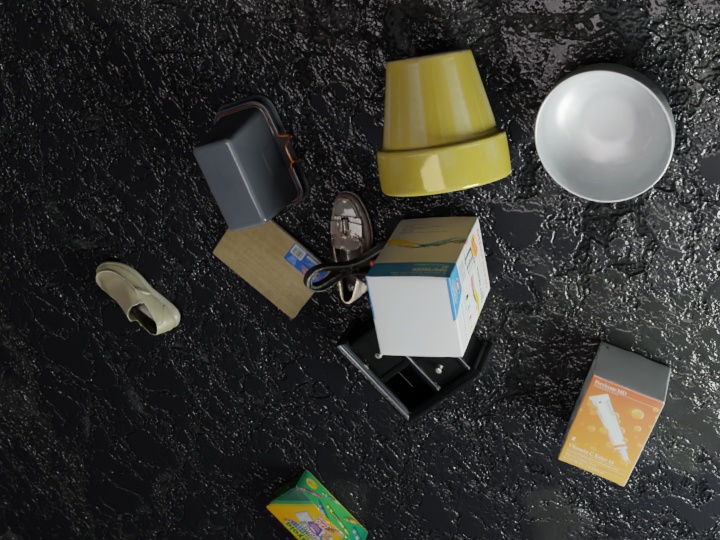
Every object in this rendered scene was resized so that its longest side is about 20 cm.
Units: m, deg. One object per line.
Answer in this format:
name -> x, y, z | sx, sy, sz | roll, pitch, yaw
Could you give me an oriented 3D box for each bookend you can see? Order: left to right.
bookend -> 0.096, 0.137, 1.725 | 0.199, 0.092, 0.199 | 46, 127, -8

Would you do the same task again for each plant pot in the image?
plant pot -> 0.114, -0.224, 1.439 | 0.197, 0.200, 0.193 | -4, 103, 26

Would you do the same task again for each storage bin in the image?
storage bin -> -0.185, -0.171, 1.635 | 0.143, 0.135, 0.203 | -10, 116, 30

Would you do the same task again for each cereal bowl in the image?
cereal bowl -> 0.354, -0.205, 1.394 | 0.196, 0.084, 0.203 | 12, 124, 18

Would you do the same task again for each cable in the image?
cable -> 0.000, 0.000, 1.647 | 0.050, 0.197, 0.098 | 44, 125, 39

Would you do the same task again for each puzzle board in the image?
puzzle board -> -0.165, -0.020, 1.797 | 0.199, 0.017, 0.151 | 39, 127, -3

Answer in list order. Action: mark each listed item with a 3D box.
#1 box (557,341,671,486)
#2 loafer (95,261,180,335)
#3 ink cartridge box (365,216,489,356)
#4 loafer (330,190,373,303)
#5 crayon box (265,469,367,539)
box -> 0.427, 0.243, 1.635 | 0.122, 0.098, 0.203 | 20, 126, 12
loafer -> -0.455, 0.057, 1.946 | 0.198, 0.068, 0.076 | 34, 128, 1
ink cartridge box -> 0.114, 0.022, 1.576 | 0.142, 0.201, 0.150 | -1, 120, 22
loafer -> -0.017, -0.036, 1.687 | 0.071, 0.063, 0.203 | 7, 123, 21
crayon box -> -0.094, 0.536, 2.088 | 0.200, 0.058, 0.118 | 47, 127, -8
